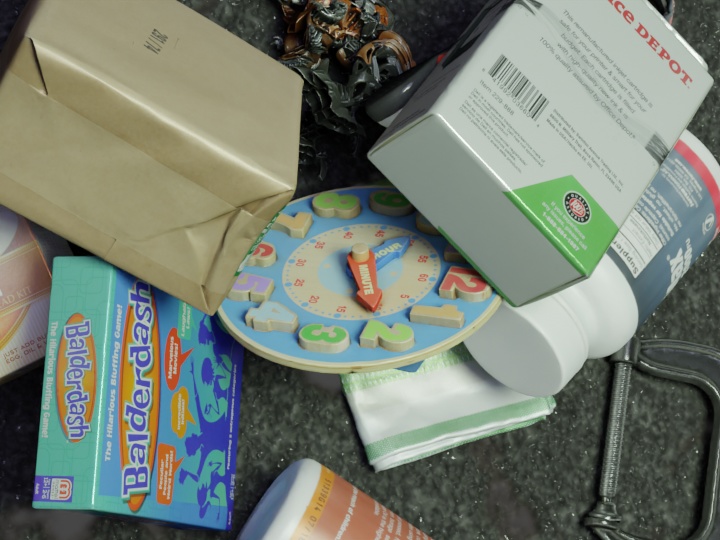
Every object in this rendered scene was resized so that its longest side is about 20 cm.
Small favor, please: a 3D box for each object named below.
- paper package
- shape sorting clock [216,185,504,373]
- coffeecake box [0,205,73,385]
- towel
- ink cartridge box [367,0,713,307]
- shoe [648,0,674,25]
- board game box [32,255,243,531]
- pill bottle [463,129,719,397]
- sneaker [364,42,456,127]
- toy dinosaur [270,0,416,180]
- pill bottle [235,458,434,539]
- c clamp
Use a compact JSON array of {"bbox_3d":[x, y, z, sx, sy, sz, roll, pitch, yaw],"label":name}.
[{"bbox_3d":[-0.137,-0.094,1.151,0.190,0.200,0.104,28,112,-13],"label":"paper package"},{"bbox_3d":[0.000,0.000,1.228,0.199,0.200,0.039,-15,129,-17],"label":"shape sorting clock"},{"bbox_3d":[-0.278,-0.016,1.191,0.153,0.073,0.201,-25,88,6],"label":"coffeecake box"},{"bbox_3d":[0.047,0.028,1.324,0.148,0.031,0.201,-15,85,-18],"label":"towel"},{"bbox_3d":[0.121,-0.100,1.200,0.146,0.084,0.200,45,56,-11],"label":"ink cartridge box"},{"bbox_3d":[0.187,-0.213,1.347,0.071,0.091,0.201,27,56,-23],"label":"shoe"},{"bbox_3d":[-0.136,0.084,1.182,0.045,0.200,0.153,-1,79,21],"label":"board game box"},{"bbox_3d":[0.160,-0.009,1.297,0.120,0.120,0.200,46,61,-4],"label":"pill bottle"},{"bbox_3d":[0.082,-0.106,1.294,0.108,0.067,0.201,62,31,-5],"label":"sneaker"},{"bbox_3d":[-0.004,-0.141,1.310,0.200,0.102,0.136,35,53,11],"label":"toy dinosaur"},{"bbox_3d":[0.013,0.223,1.238,0.199,0.112,0.113,34,74,-7],"label":"pill bottle"},{"bbox_3d":[0.208,0.122,1.356,0.170,0.027,0.201,7,77,-14],"label":"c clamp"}]
